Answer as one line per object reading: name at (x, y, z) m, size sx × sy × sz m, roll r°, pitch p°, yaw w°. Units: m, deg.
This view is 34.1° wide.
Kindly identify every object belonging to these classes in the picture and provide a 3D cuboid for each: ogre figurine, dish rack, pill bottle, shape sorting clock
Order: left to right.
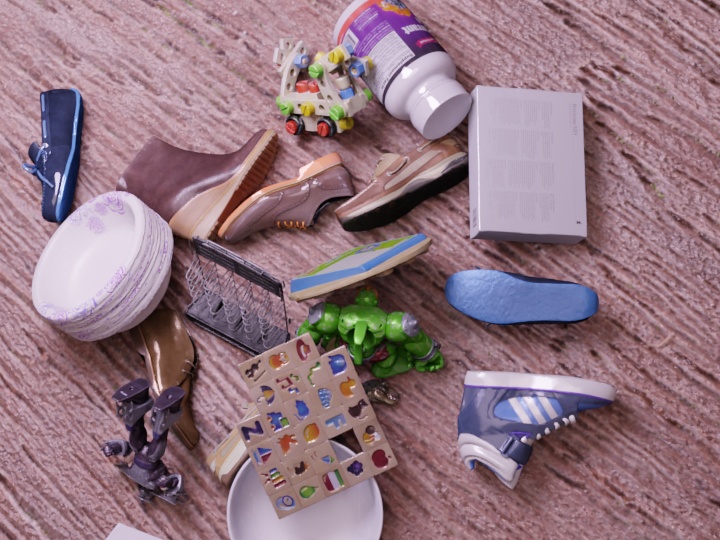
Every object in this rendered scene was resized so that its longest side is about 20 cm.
dish rack at (-0.162, 0.037, 1.528) m, size 0.153 × 0.200 × 0.055 m, roll 26°, pitch 65°, yaw 12°
shape sorting clock at (0.000, 0.000, 1.513) m, size 0.199 × 0.200 × 0.039 m, roll -18°, pitch 99°, yaw 4°
ogre figurine at (0.008, 0.087, 1.522) m, size 0.199 × 0.120 × 0.098 m, roll 24°, pitch 61°, yaw 15°
pill bottle at (0.060, -0.276, 1.587) m, size 0.111 × 0.111 × 0.200 m, roll -37°, pitch 67°, yaw -1°

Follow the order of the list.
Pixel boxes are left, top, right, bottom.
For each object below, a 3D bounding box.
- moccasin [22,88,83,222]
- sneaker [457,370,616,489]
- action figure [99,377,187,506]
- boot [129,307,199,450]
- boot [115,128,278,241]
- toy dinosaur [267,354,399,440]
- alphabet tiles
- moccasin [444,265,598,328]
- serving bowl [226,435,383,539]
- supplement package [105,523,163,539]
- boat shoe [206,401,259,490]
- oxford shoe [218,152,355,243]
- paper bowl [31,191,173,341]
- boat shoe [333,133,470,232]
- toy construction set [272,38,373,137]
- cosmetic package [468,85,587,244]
moccasin at (-0.436, -0.161, 1.661) m, size 0.068 × 0.081 × 0.201 m, roll 4°, pitch 65°, yaw -6°
sneaker at (0.223, 0.207, 1.502) m, size 0.199 × 0.081 × 0.148 m, roll 4°, pitch 87°, yaw 5°
action figure at (-0.280, 0.234, 1.527) m, size 0.129 × 0.069 × 0.201 m, roll 20°, pitch 125°, yaw 16°
boot at (-0.248, 0.143, 1.583) m, size 0.075 × 0.074 × 0.201 m, roll -21°, pitch 74°, yaw -7°
boot at (-0.228, -0.149, 1.636) m, size 0.166 × 0.072 × 0.200 m, roll 34°, pitch 81°, yaw 16°
toy dinosaur at (-0.044, 0.171, 1.519) m, size 0.199 × 0.047 × 0.089 m, roll 16°, pitch 77°, yaw -32°
alphabet tiles at (-0.068, 0.188, 1.470) m, size 0.166 × 0.008 × 0.201 m, roll -24°, pitch 94°, yaw 0°
moccasin at (0.210, 0.044, 1.539) m, size 0.199 × 0.068 × 0.081 m, roll 11°, pitch 88°, yaw 11°
serving bowl at (-0.071, 0.309, 1.513) m, size 0.199 × 0.066 × 0.202 m, roll 0°, pitch 89°, yaw -1°
supplement package at (-0.247, 0.424, 1.478) m, size 0.199 × 0.114 × 0.110 m, roll 18°, pitch 122°, yaw 11°
boat shoe at (-0.127, 0.195, 1.553) m, size 0.200 × 0.072 × 0.076 m, roll -44°, pitch 52°, yaw -14°
oxford shoe at (-0.101, -0.083, 1.607) m, size 0.199 × 0.071 × 0.073 m, roll -30°, pitch 84°, yaw 2°
paper bowl at (-0.336, 0.002, 1.578) m, size 0.200 × 0.104 × 0.202 m, roll -21°, pitch 49°, yaw 27°
boat shoe at (0.052, -0.122, 1.596) m, size 0.199 × 0.076 × 0.074 m, roll -27°, pitch 71°, yaw -7°
toy construction set at (-0.062, -0.253, 1.597) m, size 0.092 × 0.200 × 0.132 m, roll -28°, pitch 119°, yaw -25°
cosmetic package at (0.221, -0.140, 1.561) m, size 0.150 × 0.052 × 0.202 m, roll 3°, pitch 78°, yaw -9°
